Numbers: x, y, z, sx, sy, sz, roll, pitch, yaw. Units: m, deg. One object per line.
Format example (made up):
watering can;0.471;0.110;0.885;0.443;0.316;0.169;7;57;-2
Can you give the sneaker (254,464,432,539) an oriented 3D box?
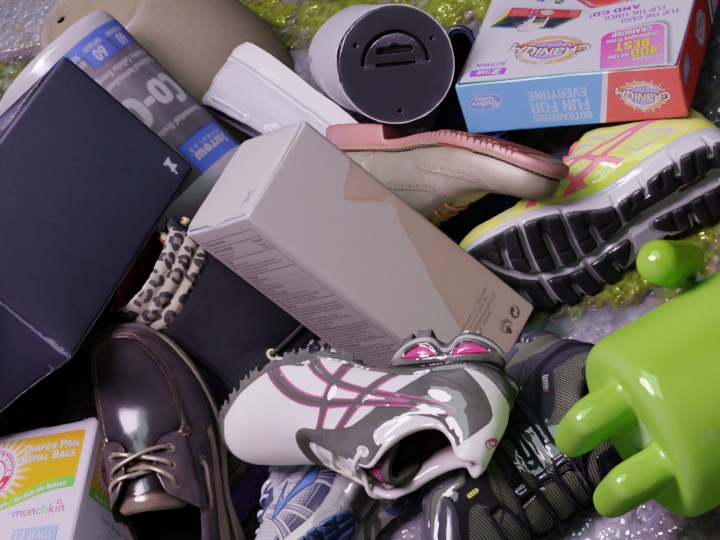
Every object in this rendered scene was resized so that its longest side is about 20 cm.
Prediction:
sneaker;-0.030;0.160;1.404;0.085;0.077;0.200;15;55;47

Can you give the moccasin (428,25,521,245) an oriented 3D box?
moccasin;0.070;-0.085;1.532;0.080;0.068;0.200;-22;46;17

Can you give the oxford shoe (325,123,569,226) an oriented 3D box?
oxford shoe;0.054;-0.054;1.452;0.200;0.071;0.074;7;87;47

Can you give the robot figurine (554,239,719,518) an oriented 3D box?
robot figurine;0.211;0.064;1.271;0.200;0.116;0.176;-28;75;-12

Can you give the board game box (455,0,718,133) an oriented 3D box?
board game box;0.161;-0.171;1.511;0.153;0.040;0.200;-3;37;22

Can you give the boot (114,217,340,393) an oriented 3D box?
boot;-0.069;0.003;1.471;0.073;0.154;0.204;-38;23;40

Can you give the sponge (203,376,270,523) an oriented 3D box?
sponge;-0.132;0.166;1.487;0.112;0.030;0.200;17;66;41

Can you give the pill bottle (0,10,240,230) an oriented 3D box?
pill bottle;-0.152;-0.077;1.571;0.114;0.200;0.114;-45;-1;-1

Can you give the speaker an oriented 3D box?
speaker;0.012;-0.146;1.540;0.081;0.081;0.200;-40;9;-1

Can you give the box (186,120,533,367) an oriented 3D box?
box;0.000;0.000;1.402;0.095;0.200;0.078;-10;45;60

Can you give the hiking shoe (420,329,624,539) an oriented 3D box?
hiking shoe;0.109;0.122;1.333;0.101;0.076;0.200;3;56;39

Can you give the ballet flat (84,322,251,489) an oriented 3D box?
ballet flat;-0.136;0.087;1.499;0.067;0.046;0.200;-43;41;-4

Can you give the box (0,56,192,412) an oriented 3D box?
box;-0.240;-0.003;1.448;0.198;0.123;0.200;-35;19;41

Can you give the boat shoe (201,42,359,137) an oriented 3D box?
boat shoe;-0.038;-0.090;1.587;0.200;0.072;0.069;39;88;25

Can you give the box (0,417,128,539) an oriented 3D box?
box;-0.203;0.208;1.404;0.112;0.101;0.200;-11;51;26

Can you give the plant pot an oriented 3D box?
plant pot;-0.169;-0.157;1.699;0.200;0.134;0.200;-17;48;20

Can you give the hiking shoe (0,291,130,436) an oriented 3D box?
hiking shoe;-0.222;0.048;1.612;0.200;0.074;0.087;-46;32;-18

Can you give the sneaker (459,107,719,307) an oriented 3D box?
sneaker;0.151;-0.046;1.452;0.200;0.078;0.090;-24;40;3

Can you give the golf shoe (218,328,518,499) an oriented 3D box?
golf shoe;-0.004;0.094;1.333;0.200;0.077;0.088;-14;42;27

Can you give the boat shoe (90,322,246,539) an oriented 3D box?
boat shoe;-0.120;0.130;1.379;0.074;0.200;0.073;-19;7;14
